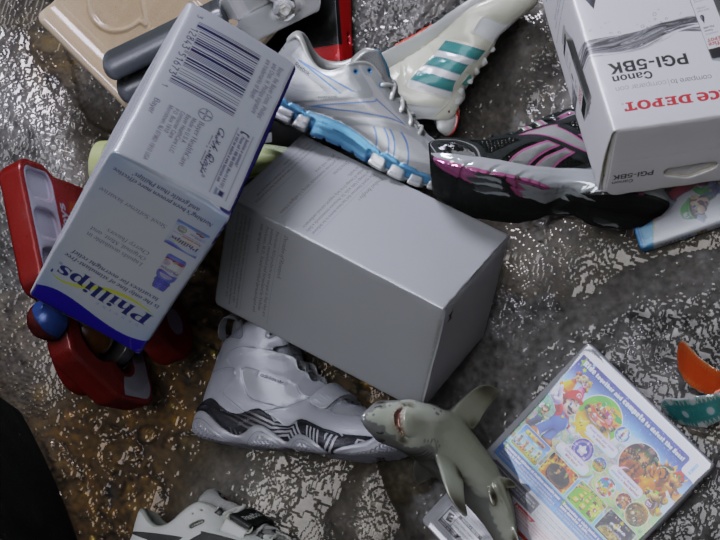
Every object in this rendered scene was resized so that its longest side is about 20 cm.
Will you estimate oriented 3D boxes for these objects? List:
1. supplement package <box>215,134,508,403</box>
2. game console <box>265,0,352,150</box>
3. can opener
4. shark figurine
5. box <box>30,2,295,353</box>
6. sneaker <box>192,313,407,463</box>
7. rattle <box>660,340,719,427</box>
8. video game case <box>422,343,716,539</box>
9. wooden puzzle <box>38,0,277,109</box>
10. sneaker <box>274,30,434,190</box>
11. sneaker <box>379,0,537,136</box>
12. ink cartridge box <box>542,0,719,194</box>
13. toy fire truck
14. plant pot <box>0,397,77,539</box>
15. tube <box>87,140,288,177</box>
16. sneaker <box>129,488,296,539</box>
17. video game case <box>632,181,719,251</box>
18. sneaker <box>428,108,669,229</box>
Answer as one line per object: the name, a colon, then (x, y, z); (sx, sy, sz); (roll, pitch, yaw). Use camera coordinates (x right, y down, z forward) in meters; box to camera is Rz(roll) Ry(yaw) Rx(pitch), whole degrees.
supplement package: (0.000, 0.000, 1.567); (0.199, 0.118, 0.117); (27, 42, 17)
game console: (-0.103, -0.184, 1.724); (0.199, 0.031, 0.178); (-6, 81, 17)
can opener: (-0.124, -0.208, 1.649); (0.199, 0.053, 0.067); (-28, 35, 4)
shark figurine: (0.077, 0.182, 1.544); (0.089, 0.128, 0.215); (-22, 100, 47)
box: (-0.156, -0.071, 1.531); (0.105, 0.200, 0.184); (29, 47, -9)
sneaker: (-0.042, 0.095, 1.609); (0.199, 0.075, 0.116); (4, 81, 22)
rattle: (0.311, 0.120, 1.461); (0.200, 0.143, 0.131); (36, 114, 13)
video game case: (0.165, 0.179, 1.549); (0.200, 0.018, 0.143); (-47, 68, 6)
wooden puzzle: (-0.157, -0.234, 1.709); (0.200, 0.046, 0.185); (-45, 69, -1)
sneaker: (0.013, -0.133, 1.589); (0.199, 0.075, 0.087); (25, 102, -4)
sneaker: (0.076, -0.168, 1.650); (0.199, 0.070, 0.094); (-30, 91, 5)
ink cartridge box: (0.239, -0.172, 1.533); (0.146, 0.083, 0.201); (-8, 57, -7)
toy fire truck: (-0.236, 0.016, 1.632); (0.112, 0.168, 0.201); (-20, 71, 23)
plant pot: (-0.366, 0.196, 1.634); (0.199, 0.200, 0.178); (-20, 61, 12)
tube: (-0.138, -0.092, 1.675); (0.199, 0.052, 0.058); (-3, 46, 19)
sneaker: (-0.103, 0.223, 1.599); (0.199, 0.074, 0.089); (-4, 78, 16)
video game case: (0.304, -0.113, 1.580); (0.199, 0.018, 0.144); (-19, 73, 13)
sneaker: (0.149, -0.089, 1.565); (0.199, 0.080, 0.087); (8, 63, -11)
